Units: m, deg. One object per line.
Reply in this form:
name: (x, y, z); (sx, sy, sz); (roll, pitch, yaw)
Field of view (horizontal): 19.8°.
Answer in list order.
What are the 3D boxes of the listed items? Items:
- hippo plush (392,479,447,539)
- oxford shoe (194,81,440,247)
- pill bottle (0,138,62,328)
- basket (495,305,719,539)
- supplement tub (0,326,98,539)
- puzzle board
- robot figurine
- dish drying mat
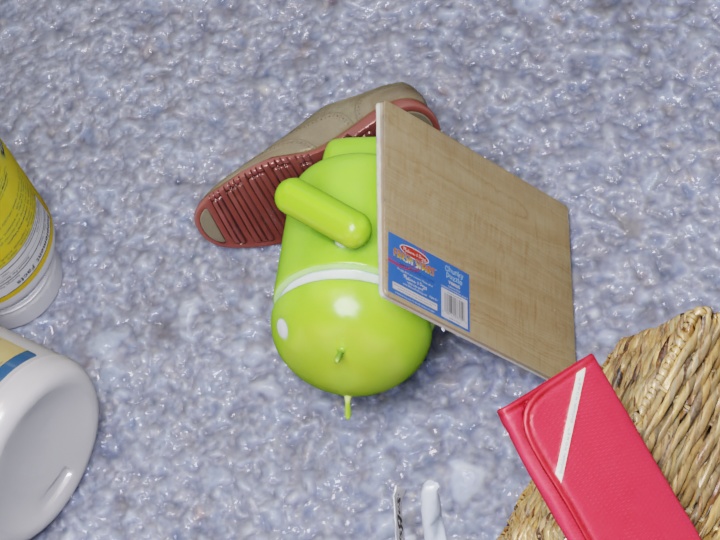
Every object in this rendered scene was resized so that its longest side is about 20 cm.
hippo plush: (0.077, 0.253, 1.332); (0.160, 0.159, 0.201); (14, 79, -12)
oxford shoe: (-0.035, -0.080, 1.577); (0.199, 0.071, 0.075); (-24, 32, 3)
pill bottle: (-0.293, -0.038, 1.529); (0.112, 0.200, 0.113); (-6, 60, 11)
basket: (0.207, 0.145, 1.380); (0.142, 0.149, 0.200); (35, 72, -7)
supplement tub: (-0.305, 0.098, 1.490); (0.199, 0.145, 0.145); (22, 69, 25)
puzzle board: (0.079, -0.014, 1.437); (0.017, 0.200, 0.151); (-25, 53, 38)
robot figurine: (0.000, 0.000, 1.449); (0.115, 0.176, 0.201); (1, 55, 10)
dish drying mat: (0.164, 0.156, 1.279); (0.077, 0.018, 0.201); (-29, 88, -19)
